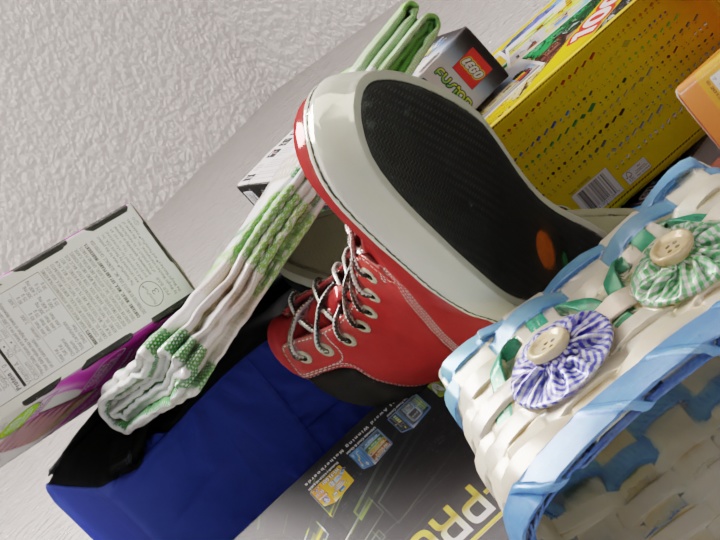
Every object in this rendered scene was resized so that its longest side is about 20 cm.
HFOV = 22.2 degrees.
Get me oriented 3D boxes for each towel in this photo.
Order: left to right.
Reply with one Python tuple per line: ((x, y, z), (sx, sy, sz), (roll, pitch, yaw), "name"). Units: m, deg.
((-0.046, -0.022, 0.813), (0.201, 0.031, 0.149), (-57, 9, -20), "towel")

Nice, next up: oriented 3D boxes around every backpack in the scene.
((-0.038, 0.086, 0.949), (0.200, 0.168, 0.162), (-48, 18, -20), "backpack")

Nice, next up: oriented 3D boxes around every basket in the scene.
((0.125, 0.071, 0.593), (0.176, 0.139, 0.200), (-40, 46, -2), "basket")

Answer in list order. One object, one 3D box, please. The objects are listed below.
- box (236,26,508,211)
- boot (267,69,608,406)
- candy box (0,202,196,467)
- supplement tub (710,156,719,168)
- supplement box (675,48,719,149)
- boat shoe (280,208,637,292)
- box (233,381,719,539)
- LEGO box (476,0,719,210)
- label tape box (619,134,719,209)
((0.000, -0.073, 0.996), (0.110, 0.035, 0.200), (-45, 11, -9), "box")
((0.000, 0.000, 0.697), (0.144, 0.200, 0.073), (-14, 60, 29), "boot")
((-0.186, 0.061, 0.864), (0.200, 0.061, 0.136), (-34, -6, -40), "candy box")
((0.218, -0.021, 0.678), (0.107, 0.107, 0.200), (-46, 13, -29), "supplement tub")
((0.217, -0.105, 0.773), (0.066, 0.069, 0.200), (-39, 1, -26), "supplement box")
((0.058, 0.010, 0.856), (0.198, 0.066, 0.075), (-2, 39, 12), "boat shoe")
((0.035, 0.120, 0.741), (0.200, 0.049, 0.161), (-42, 39, -6), "box")
((0.101, -0.076, 0.955), (0.200, 0.077, 0.149), (-41, 12, 6), "LEGO box")
((0.161, -0.038, 0.974), (0.200, 0.066, 0.143), (-51, 15, -28), "label tape box")
